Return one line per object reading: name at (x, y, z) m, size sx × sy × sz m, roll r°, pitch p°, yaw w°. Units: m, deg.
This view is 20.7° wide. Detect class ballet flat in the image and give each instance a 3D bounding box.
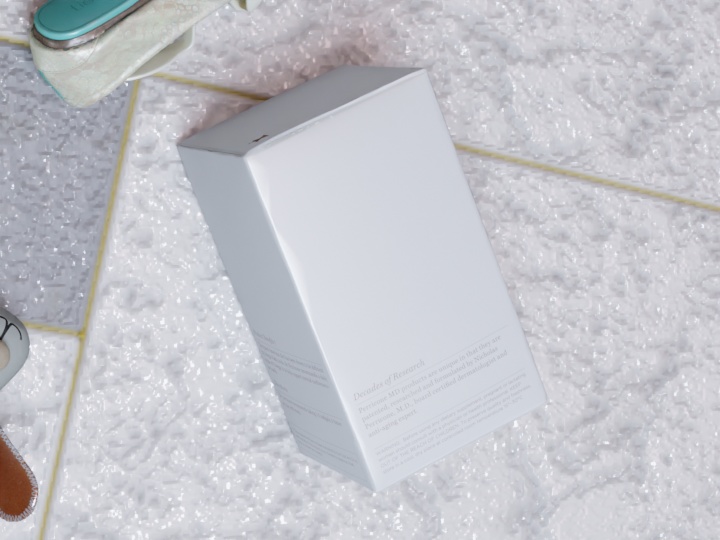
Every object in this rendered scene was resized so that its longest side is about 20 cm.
ballet flat at (-0.090, -0.157, 1.072) m, size 0.200 × 0.067 × 0.062 m, roll -32°, pitch 136°, yaw -13°

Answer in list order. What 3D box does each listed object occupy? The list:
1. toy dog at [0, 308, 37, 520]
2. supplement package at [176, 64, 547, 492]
toy dog at (-0.235, 0.113, 1.005) m, size 0.132 × 0.096 × 0.201 m, roll 10°, pitch 92°, yaw -24°
supplement package at (0.000, 0.000, 1.089) m, size 0.117 × 0.117 × 0.200 m, roll -26°, pitch 106°, yaw -18°
